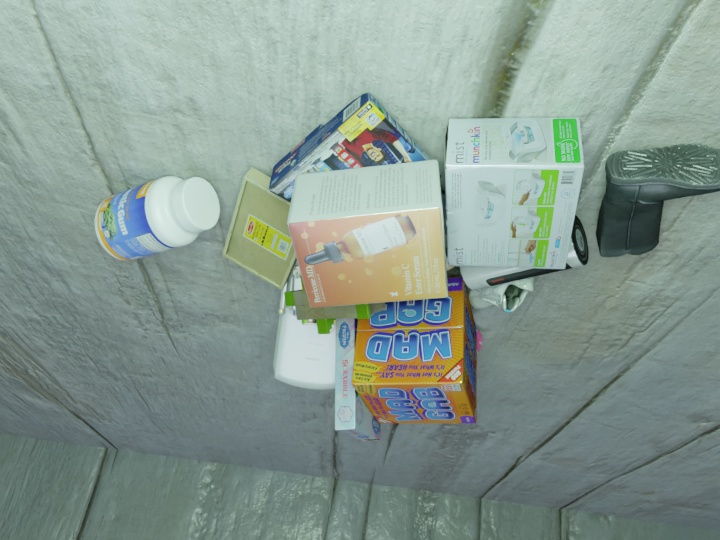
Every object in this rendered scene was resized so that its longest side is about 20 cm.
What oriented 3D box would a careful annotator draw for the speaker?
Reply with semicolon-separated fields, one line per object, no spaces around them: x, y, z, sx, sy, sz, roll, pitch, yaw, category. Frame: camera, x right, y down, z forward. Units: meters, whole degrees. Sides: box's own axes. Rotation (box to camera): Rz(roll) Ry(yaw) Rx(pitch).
0.260;-0.027;1.070;0.197;0.083;0.081;-15;144;35;speaker

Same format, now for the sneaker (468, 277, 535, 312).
0.250;0.040;1.184;0.073;0.089;0.200;12;152;-13;sneaker

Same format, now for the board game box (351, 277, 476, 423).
0.110;0.156;1.240;0.195;0.204;0.201;-4;148;16;board game box

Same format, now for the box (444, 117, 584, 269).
0.203;-0.099;0.908;0.172;0.098;0.202;2;142;11;box

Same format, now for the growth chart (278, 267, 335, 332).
-0.067;0.059;1.299;0.195;0.018;0.147;12;119;-10;growth chart

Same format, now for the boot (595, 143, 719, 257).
0.422;-0.086;0.935;0.161;0.067;0.201;7;149;20;boot

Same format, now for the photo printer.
-0.100;0.160;1.399;0.162;0.070;0.204;9;115;-6;photo printer

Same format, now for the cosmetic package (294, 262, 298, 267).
-0.105;-0.054;1.141;0.198;0.052;0.082;-21;139;41;cosmetic package

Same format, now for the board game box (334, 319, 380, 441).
-0.002;0.213;1.267;0.040;0.205;0.200;-5;160;14;board game box

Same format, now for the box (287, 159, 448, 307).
0.016;-0.046;0.891;0.195;0.108;0.155;-5;132;8;box

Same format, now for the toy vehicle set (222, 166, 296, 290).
-0.152;-0.063;1.086;0.123;0.027;0.201;30;138;0;toy vehicle set

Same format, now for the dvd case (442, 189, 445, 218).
0.036;-0.081;1.038;0.147;0.016;0.199;29;129;-33;dvd case

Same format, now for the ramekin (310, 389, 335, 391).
-0.100;0.209;1.557;0.195;0.100;0.201;6;151;3;ramekin

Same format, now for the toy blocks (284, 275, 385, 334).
-0.018;0.046;1.153;0.197;0.103;0.135;-5;-175;43;toy blocks

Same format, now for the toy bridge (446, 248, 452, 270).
0.130;-0.030;1.081;0.198;0.028;0.067;-35;122;27;toy bridge

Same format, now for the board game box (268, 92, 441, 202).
0.008;-0.124;0.935;0.198;0.062;0.199;-34;123;29;board game box

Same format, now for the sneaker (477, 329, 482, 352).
0.174;0.171;1.452;0.197;0.089;0.082;-26;113;16;sneaker

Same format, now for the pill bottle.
-0.327;-0.088;1.072;0.196;0.114;0.112;-12;146;31;pill bottle
